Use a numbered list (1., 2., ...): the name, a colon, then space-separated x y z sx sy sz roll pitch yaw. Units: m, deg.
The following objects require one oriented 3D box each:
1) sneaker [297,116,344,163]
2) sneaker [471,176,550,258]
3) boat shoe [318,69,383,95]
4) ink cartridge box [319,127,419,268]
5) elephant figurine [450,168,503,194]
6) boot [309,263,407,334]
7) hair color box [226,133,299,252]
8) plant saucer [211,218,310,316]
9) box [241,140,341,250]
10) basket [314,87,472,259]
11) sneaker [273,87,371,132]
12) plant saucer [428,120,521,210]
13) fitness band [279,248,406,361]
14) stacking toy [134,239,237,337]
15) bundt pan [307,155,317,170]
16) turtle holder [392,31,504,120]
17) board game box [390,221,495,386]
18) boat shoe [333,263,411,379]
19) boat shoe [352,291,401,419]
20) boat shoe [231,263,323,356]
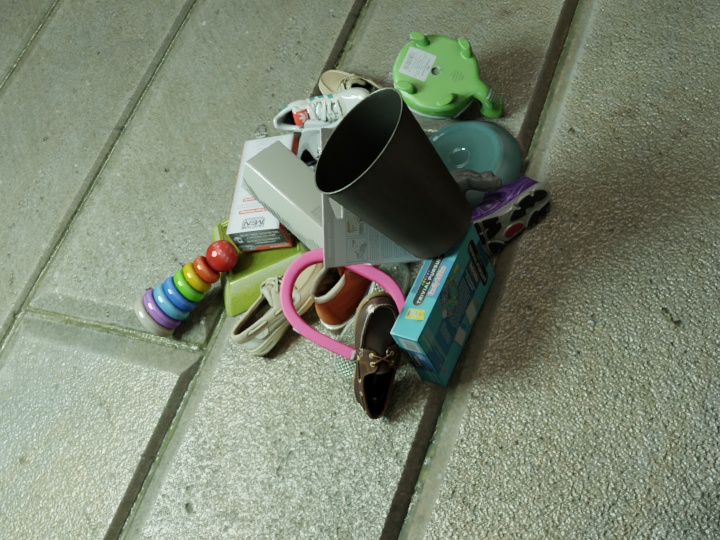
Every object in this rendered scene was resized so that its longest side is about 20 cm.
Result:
1. sneaker: -0.036 -0.201 1.520 0.199 0.074 0.083 10 75 56
2. sneaker: 0.206 -0.081 1.461 0.199 0.081 0.083 -30 38 -8
3. boat shoe: -0.008 -0.336 1.708 0.072 0.065 0.200 -47 53 -10
4. ink cartridge box: 0.008 -0.109 1.343 0.045 0.175 0.202 9 102 56
5. elephant figurine: 0.098 -0.111 1.461 0.199 0.155 0.142 30 69 6
6. boot: 0.000 0.000 1.465 0.075 0.107 0.200 31 73 37
7. hair color box: -0.161 -0.135 1.588 0.101 0.061 0.201 -5 57 19
8. plant saucer: -0.169 -0.045 1.602 0.199 0.048 0.201 -24 53 8
9. box: -0.096 -0.113 1.489 0.200 0.069 0.082 43 57 15
10. basket: 0.056 -0.119 1.273 0.135 0.200 0.181 0 56 47
11. sneaker: -0.070 -0.281 1.662 0.199 0.071 0.093 -1 20 36
12. plant saucer: 0.171 -0.183 1.552 0.199 0.036 0.201 -11 56 16
13. fitness band: -0.026 0.051 1.386 0.199 0.037 0.144 27 87 7
14. stacking toy: -0.289 0.022 1.559 0.200 0.085 0.086 -42 51 13
15. bundt pan: -0.015 -0.186 1.597 0.201 0.076 0.203 -16 52 21
16. turtle holder: 0.150 -0.328 1.586 0.184 0.132 0.142 -6 77 6
17. board game box: 0.125 0.047 1.351 0.047 0.151 0.201 14 65 30
18. boat shoe: 0.021 0.078 1.426 0.074 0.062 0.201 25 85 7
19. boat shoe: 0.027 0.125 1.322 0.070 0.201 0.071 -6 37 -10
20. boat shoe: -0.130 0.045 1.488 0.200 0.065 0.072 -51 38 -2
